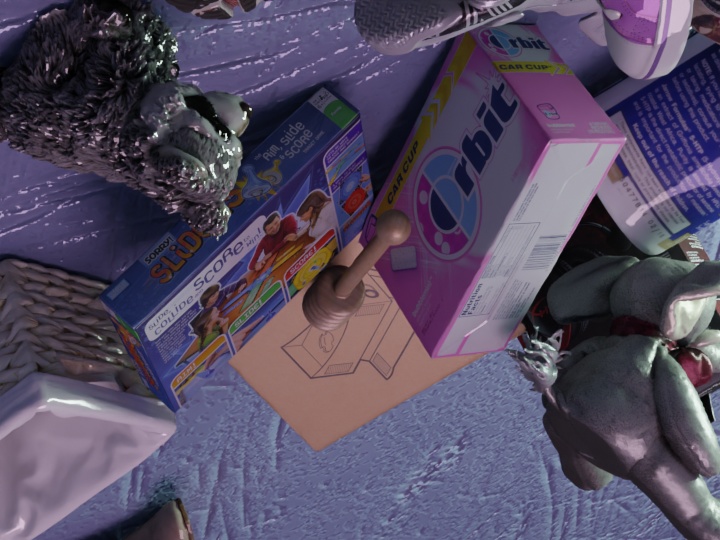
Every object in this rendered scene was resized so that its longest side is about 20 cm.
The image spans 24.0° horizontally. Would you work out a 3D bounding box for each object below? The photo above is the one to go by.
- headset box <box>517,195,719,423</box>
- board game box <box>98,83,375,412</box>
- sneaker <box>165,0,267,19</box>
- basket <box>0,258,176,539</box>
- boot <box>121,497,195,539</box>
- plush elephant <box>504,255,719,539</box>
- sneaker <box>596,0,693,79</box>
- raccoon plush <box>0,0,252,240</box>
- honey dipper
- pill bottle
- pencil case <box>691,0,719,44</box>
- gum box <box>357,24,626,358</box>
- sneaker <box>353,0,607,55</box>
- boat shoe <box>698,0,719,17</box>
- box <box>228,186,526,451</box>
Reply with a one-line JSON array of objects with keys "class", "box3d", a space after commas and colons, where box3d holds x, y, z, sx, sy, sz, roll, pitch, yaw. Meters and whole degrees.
[{"class": "headset box", "box3d": [0.200, 0.036, 1.279, 0.148, 0.201, 0.075, -32, 166, 22]}, {"class": "board game box", "box3d": [-0.073, -0.012, 1.096, 0.200, 0.034, 0.136, -44, 157, -16]}, {"class": "sneaker", "box3d": [-0.088, -0.200, 0.782, 0.077, 0.085, 0.200, -22, 141, 9]}, {"class": "basket", "box3d": [-0.247, 0.098, 1.165, 0.200, 0.124, 0.135, -37, 149, 25]}, {"class": "boot", "box3d": [-0.225, 0.278, 1.564, 0.145, 0.071, 0.200, -13, 151, -11]}, {"class": "plush elephant", "box3d": [0.199, 0.063, 1.162, 0.155, 0.164, 0.200, -48, 121, -15]}, {"class": "sneaker", "box3d": [0.108, -0.181, 0.872, 0.113, 0.073, 0.202, -16, 125, -8]}, {"class": "raccoon plush", "box3d": [-0.154, -0.057, 0.941, 0.199, 0.135, 0.097, -31, 152, 18]}, {"class": "honey dipper", "box3d": [0.000, 0.000, 1.128, 0.038, 0.038, 0.200, -12, 168, -18]}, {"class": "pill bottle", "box3d": [0.253, -0.109, 1.155, 0.199, 0.120, 0.120, -32, 151, 20]}, {"class": "pencil case", "box3d": [0.249, -0.222, 0.987, 0.077, 0.090, 0.200, -17, 152, -34]}, {"class": "gum box", "box3d": [0.078, -0.046, 1.106, 0.066, 0.114, 0.201, -3, 136, -34]}, {"class": "sneaker", "box3d": [0.099, -0.167, 0.988, 0.199, 0.075, 0.115, -29, 149, 7]}, {"class": "boat shoe", "box3d": [0.200, -0.210, 0.898, 0.074, 0.093, 0.201, 10, 128, 18]}, {"class": "box", "box3d": [-0.002, 0.036, 1.260, 0.199, 0.021, 0.164, -31, 121, 19]}]
